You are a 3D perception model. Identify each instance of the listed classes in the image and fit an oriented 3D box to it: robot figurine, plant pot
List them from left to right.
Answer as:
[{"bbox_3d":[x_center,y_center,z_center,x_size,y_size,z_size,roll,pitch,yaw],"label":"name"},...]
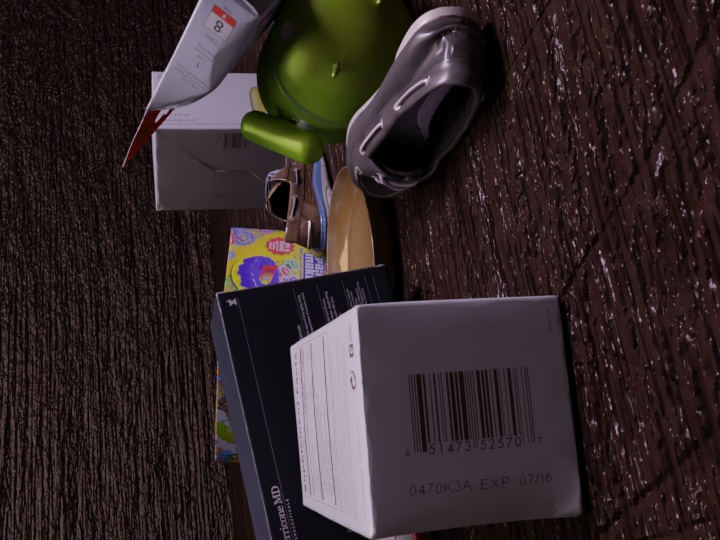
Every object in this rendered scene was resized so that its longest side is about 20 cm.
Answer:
[{"bbox_3d":[-0.021,-0.167,0.688,0.176,0.115,0.200,-62,12,-6],"label":"robot figurine"},{"bbox_3d":[0.000,0.000,0.821,0.200,0.027,0.201,178,90,-77],"label":"plant pot"}]

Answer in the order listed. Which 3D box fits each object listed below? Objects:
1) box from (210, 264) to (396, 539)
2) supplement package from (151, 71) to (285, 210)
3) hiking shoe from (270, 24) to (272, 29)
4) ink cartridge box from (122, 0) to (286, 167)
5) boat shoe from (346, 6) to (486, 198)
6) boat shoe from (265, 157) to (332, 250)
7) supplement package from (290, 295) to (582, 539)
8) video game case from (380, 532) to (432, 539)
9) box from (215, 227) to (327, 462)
[{"bbox_3d":[-0.027,0.109,0.658,0.079,0.141,0.201,124,134,-62],"label":"box"},{"bbox_3d":[-0.181,-0.175,1.158,0.156,0.199,0.111,105,156,-50],"label":"supplement package"},{"bbox_3d":[-0.105,-0.342,1.029,0.200,0.100,0.076,124,141,-68],"label":"hiking shoe"},{"bbox_3d":[-0.109,-0.177,0.684,0.200,0.050,0.162,-52,10,43],"label":"ink cartridge box"},{"bbox_3d":[0.033,-0.094,0.590,0.200,0.067,0.057,120,150,-59],"label":"boat shoe"},{"bbox_3d":[-0.076,-0.096,1.012,0.200,0.072,0.072,-113,25,-55],"label":"boat shoe"},{"bbox_3d":[0.032,0.089,0.519,0.200,0.116,0.118,141,125,-73],"label":"supplement package"},{"bbox_3d":[0.027,0.195,0.765,0.143,0.017,0.201,109,155,-56],"label":"video game case"},{"bbox_3d":[-0.101,0.087,0.998,0.200,0.122,0.193,-94,11,-52],"label":"box"}]
